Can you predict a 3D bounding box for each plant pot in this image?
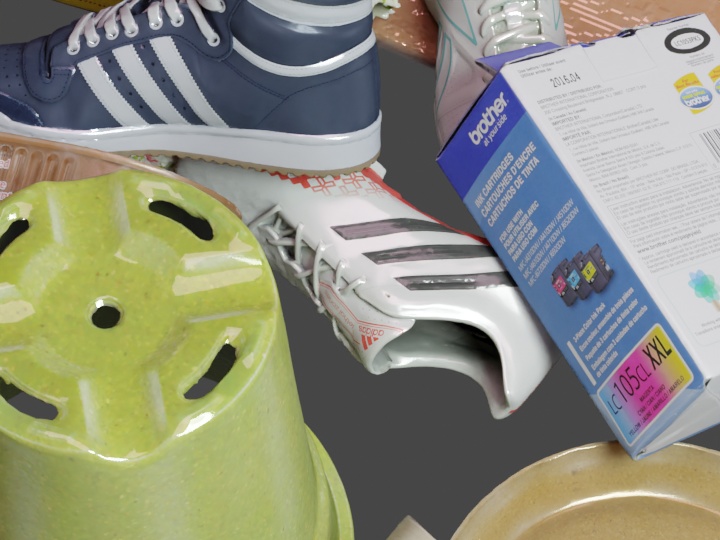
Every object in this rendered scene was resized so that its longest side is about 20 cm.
[{"bbox_3d":[-0.097,0.065,0.927,0.198,0.185,0.202,2,53,-2],"label":"plant pot"},{"bbox_3d":[0.124,0.163,0.965,0.198,0.028,0.201,1,53,-2],"label":"plant pot"}]

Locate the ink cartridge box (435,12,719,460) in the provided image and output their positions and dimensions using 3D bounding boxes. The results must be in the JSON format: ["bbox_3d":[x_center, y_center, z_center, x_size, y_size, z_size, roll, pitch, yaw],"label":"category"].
[{"bbox_3d":[0.129,-0.032,1.034,0.136,0.076,0.201,-17,68,-37],"label":"ink cartridge box"}]

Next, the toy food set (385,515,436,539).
[{"bbox_3d":[0.041,0.212,0.893,0.200,0.060,0.144,41,85,19],"label":"toy food set"}]

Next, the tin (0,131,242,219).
[{"bbox_3d":[-0.149,-0.030,1.025,0.198,0.112,0.042,11,74,23],"label":"tin"}]

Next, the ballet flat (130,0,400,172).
[{"bbox_3d":[-0.048,-0.095,1.122,0.064,0.076,0.200,47,65,-11],"label":"ballet flat"}]

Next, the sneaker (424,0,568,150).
[{"bbox_3d":[0.067,-0.117,1.133,0.070,0.081,0.202,-6,56,-9],"label":"sneaker"}]

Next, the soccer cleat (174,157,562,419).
[{"bbox_3d":[0.000,0.000,1.049,0.199,0.069,0.086,25,54,5],"label":"soccer cleat"}]

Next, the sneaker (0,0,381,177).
[{"bbox_3d":[-0.086,-0.107,1.010,0.198,0.109,0.070,6,33,2],"label":"sneaker"}]

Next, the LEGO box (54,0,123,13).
[{"bbox_3d":[-0.086,-0.195,1.136,0.199,0.078,0.149,21,52,42],"label":"LEGO box"}]
